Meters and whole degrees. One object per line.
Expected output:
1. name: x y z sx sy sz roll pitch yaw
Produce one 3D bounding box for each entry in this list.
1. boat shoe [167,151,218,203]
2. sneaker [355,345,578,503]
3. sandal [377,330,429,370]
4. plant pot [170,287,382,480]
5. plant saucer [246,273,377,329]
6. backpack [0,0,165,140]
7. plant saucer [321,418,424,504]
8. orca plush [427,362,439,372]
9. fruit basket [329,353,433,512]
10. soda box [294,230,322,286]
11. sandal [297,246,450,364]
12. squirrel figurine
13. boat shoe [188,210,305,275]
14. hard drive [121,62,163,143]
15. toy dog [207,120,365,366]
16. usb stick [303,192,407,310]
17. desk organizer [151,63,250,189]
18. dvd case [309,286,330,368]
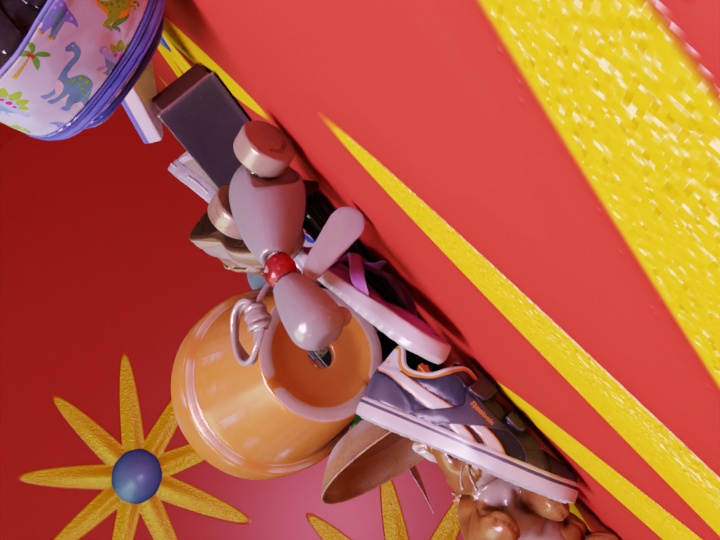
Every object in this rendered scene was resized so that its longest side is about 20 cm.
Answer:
1. boat shoe: -0.170 -0.075 0.978 0.202 0.065 0.074 53 177 3
2. sneaker: 0.100 0.129 0.649 0.199 0.080 0.078 23 167 10
3. sandal: 0.061 0.095 0.954 0.075 0.045 0.200 54 -170 5
4. plant pot: -0.073 0.102 0.756 0.200 0.200 0.183 50 149 -4
5. plant saucer: -0.050 0.042 0.951 0.199 0.028 0.200 16 177 1
6. backpack: -0.236 -0.194 0.557 0.200 0.183 0.147 40 -174 34
7. plant saucer: 0.038 0.173 0.783 0.036 0.200 0.200 55 178 25
8. orca plush: 0.117 0.162 0.956 0.200 0.071 0.106 81 -166 -64
9. fruit basket: 0.028 0.187 0.959 0.185 0.093 0.201 -114 2 -57
10. soda box: -0.056 -0.018 0.957 0.068 0.064 0.200 49 176 0
11. sandal: 0.017 0.018 0.673 0.082 0.050 0.202 31 -176 -45
12. squirrel figurine: 0.130 0.226 0.756 0.187 0.141 0.200 55 173 3
13. boat shoe: -0.105 -0.031 0.765 0.066 0.074 0.200 44 164 -29
14. hard drive: -0.252 -0.242 0.769 0.200 0.025 0.133 80 175 -64
15. toy dog: -0.052 -0.025 0.622 0.132 0.096 0.201 -31 67 49
16. usb stick: 0.000 0.000 0.769 0.200 0.033 0.055 51 167 -19
17. desk organizer: -0.137 -0.124 0.830 0.200 0.072 0.077 53 177 -34
18. dvd case: -0.022 0.086 1.077 0.200 0.146 0.022 49 141 -6
